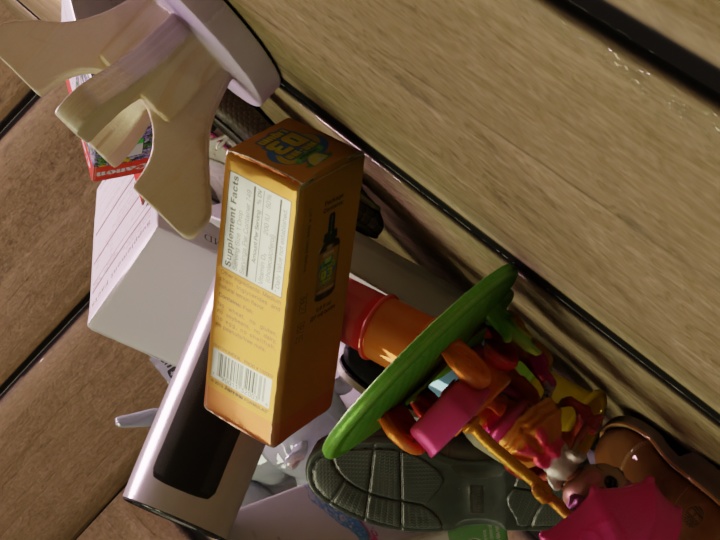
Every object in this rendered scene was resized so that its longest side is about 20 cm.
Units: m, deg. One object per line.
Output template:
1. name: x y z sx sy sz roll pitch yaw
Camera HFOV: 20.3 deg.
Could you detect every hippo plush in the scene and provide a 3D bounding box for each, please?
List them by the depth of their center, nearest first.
1. hippo plush: -0.059 0.123 1.661 0.160 0.160 0.200 -15 125 40

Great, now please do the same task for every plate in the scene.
1. plate: 0.000 0.000 1.438 0.199 0.033 0.199 29 174 -23

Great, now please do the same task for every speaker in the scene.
1. speaker: -0.091 0.081 1.403 0.081 0.202 0.081 22 170 4

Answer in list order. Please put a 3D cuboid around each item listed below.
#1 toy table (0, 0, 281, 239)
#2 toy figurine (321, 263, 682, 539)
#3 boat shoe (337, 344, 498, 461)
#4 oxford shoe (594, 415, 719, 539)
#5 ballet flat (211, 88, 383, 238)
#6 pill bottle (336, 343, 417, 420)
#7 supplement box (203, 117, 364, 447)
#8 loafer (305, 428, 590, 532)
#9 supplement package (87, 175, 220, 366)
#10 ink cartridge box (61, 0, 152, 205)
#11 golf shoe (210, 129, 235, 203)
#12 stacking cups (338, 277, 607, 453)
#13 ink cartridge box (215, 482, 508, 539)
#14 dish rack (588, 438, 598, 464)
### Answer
1. toy table: -0.136 -0.124 1.275 0.184 0.117 0.200 43 177 15
2. toy figurine: 0.101 0.111 1.135 0.184 0.150 0.200 46 -162 8
3. boat shoe: 0.068 0.076 1.378 0.200 0.064 0.073 22 -156 38
4. oxford shoe: 0.175 0.139 1.211 0.071 0.071 0.200 43 178 -14
5. ballet flat: -0.057 -0.092 1.395 0.199 0.046 0.067 38 175 20
6. pill bottle: 0.048 0.093 1.674 0.200 0.114 0.114 41 175 45
7. supplement box: -0.050 0.009 1.283 0.068 0.066 0.202 29 127 27
8. loafer: 0.062 0.138 1.388 0.198 0.073 0.063 6 -152 1
9. supplement package: -0.144 -0.029 1.648 0.116 0.118 0.201 26 -150 -22
10. ink cartridge box: -0.188 -0.131 1.493 0.200 0.050 0.110 113 143 -66
11. golf shoe: -0.096 -0.089 1.563 0.200 0.075 0.092 41 172 20
12. stacking cups: 0.062 0.058 1.298 0.199 0.061 0.061 30 171 25
13. ink cartridge box: 0.003 0.215 1.464 0.146 0.198 0.088 79 166 -50
14. dish rack: 0.221 0.193 1.484 0.200 0.044 0.172 45 175 -16
